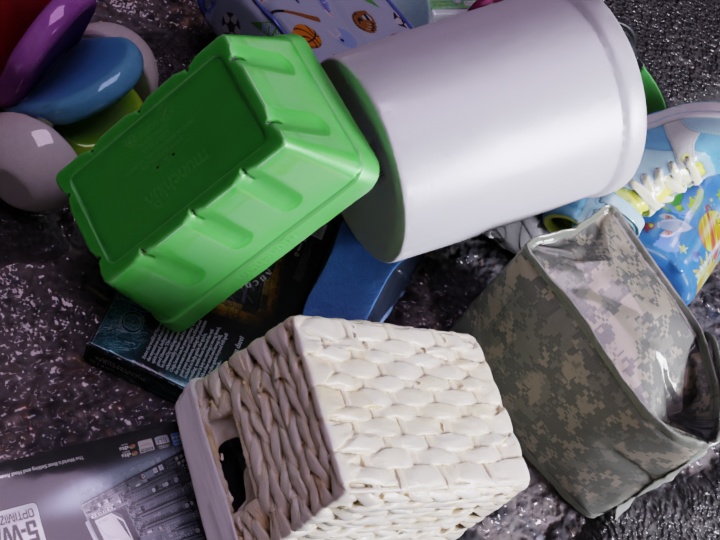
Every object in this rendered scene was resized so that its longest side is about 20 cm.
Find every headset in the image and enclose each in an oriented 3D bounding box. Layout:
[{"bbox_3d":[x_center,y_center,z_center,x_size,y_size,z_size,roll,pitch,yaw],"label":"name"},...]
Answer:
[{"bbox_3d":[0.218,-0.195,1.071,0.200,0.094,0.124,46,39,-8],"label":"headset"}]

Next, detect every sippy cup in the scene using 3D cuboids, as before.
[{"bbox_3d":[0.277,-0.037,1.003,0.131,0.177,0.140,-57,133,-28],"label":"sippy cup"}]

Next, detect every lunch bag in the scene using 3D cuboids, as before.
[{"bbox_3d":[0.180,0.080,0.851,0.117,0.164,0.200,-22,71,-32],"label":"lunch bag"},{"bbox_3d":[-0.033,-0.205,0.944,0.160,0.076,0.200,-25,73,-41],"label":"lunch bag"}]

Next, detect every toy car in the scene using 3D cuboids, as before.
[{"bbox_3d":[-0.244,-0.159,0.815,0.200,0.150,0.175,32,51,-3],"label":"toy car"}]

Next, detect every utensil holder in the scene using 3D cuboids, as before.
[{"bbox_3d":[0.083,-0.111,0.833,0.199,0.170,0.170,-20,69,-17],"label":"utensil holder"}]

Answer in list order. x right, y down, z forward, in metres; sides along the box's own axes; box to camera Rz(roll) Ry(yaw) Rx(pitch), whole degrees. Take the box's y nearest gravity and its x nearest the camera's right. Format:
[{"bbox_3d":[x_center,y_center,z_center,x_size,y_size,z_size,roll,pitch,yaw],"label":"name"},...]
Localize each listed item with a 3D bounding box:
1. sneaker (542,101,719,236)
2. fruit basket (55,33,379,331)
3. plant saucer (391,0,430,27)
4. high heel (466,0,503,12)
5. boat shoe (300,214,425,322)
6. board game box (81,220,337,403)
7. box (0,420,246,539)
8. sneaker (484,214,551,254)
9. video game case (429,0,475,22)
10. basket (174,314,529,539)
[{"bbox_3d":[0.242,-0.064,0.914,0.080,0.199,0.131,46,51,-43],"label":"sneaker"},{"bbox_3d":[-0.090,-0.069,0.796,0.215,0.216,0.156,-18,68,-33],"label":"fruit basket"},{"bbox_3d":[-0.030,-0.262,1.054,0.200,0.039,0.202,12,56,-17],"label":"plant saucer"},{"bbox_3d":[0.092,-0.202,0.982,0.067,0.200,0.096,-24,68,-9],"label":"high heel"},{"bbox_3d":[0.000,0.000,0.884,0.084,0.069,0.200,31,56,13],"label":"boat shoe"},{"bbox_3d":[-0.109,0.012,0.845,0.135,0.028,0.201,26,52,-7],"label":"board game box"},{"bbox_3d":[-0.159,0.188,0.695,0.199,0.050,0.158,-9,64,-30],"label":"box"},{"bbox_3d":[0.106,-0.067,0.978,0.200,0.082,0.075,51,26,-9],"label":"sneaker"},{"bbox_3d":[0.120,-0.338,1.180,0.199,0.022,0.183,-9,62,-29],"label":"video game case"},{"bbox_3d":[0.000,0.116,0.732,0.199,0.123,0.136,8,53,-44],"label":"basket"}]
